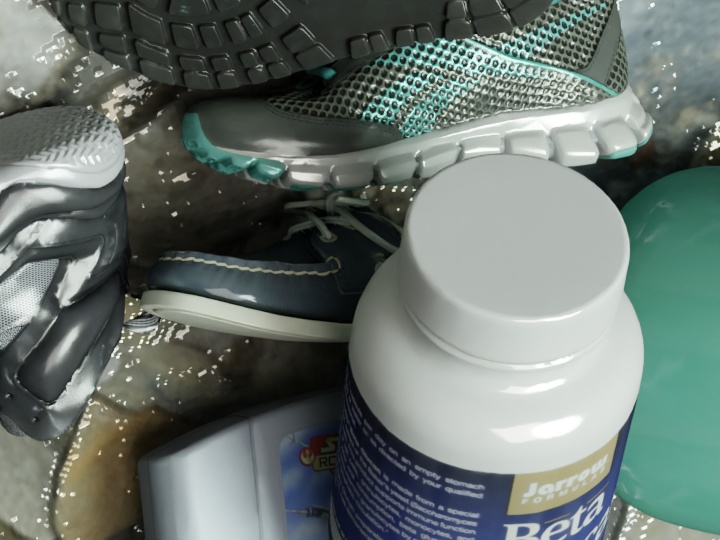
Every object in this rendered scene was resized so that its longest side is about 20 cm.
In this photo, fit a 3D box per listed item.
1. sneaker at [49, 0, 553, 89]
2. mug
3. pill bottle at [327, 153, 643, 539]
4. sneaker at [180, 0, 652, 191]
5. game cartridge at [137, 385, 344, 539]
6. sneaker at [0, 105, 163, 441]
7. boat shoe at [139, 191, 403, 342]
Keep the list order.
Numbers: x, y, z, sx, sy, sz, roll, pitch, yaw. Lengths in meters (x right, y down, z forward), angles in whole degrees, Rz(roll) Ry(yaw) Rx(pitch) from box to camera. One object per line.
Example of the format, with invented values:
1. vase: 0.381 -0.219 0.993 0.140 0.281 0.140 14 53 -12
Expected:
1. sneaker: -0.021 -0.127 1.049 0.199 0.088 0.076 -4 130 5
2. mug: 0.163 0.041 1.148 0.185 0.114 0.153 49 57 -49
3. pill bottle: 0.048 0.053 1.033 0.110 0.111 0.201 -14 141 -17
4. sneaker: 0.020 -0.082 1.090 0.199 0.078 0.092 -8 98 -23
5. game cartridge: 0.006 0.115 1.148 0.199 0.041 0.134 -6 94 -26
6. sneaker: -0.169 0.023 1.039 0.199 0.075 0.114 -25 117 -14
7. boat shoe: 0.000 0.000 1.099 0.199 0.075 0.062 5 94 -34
